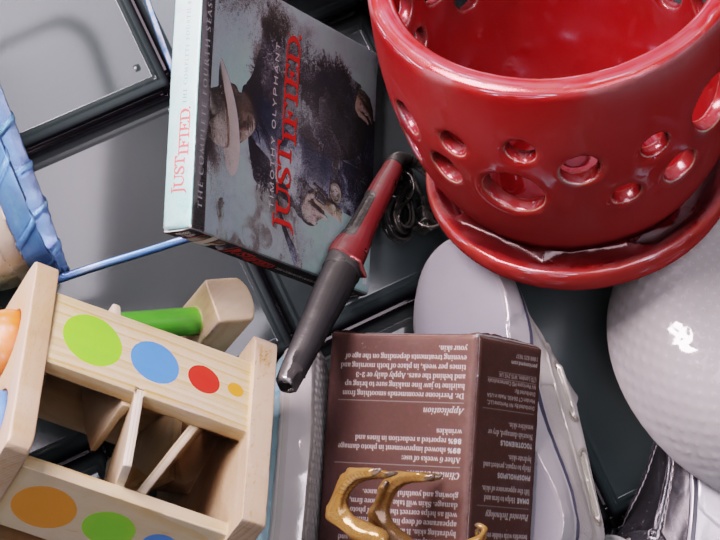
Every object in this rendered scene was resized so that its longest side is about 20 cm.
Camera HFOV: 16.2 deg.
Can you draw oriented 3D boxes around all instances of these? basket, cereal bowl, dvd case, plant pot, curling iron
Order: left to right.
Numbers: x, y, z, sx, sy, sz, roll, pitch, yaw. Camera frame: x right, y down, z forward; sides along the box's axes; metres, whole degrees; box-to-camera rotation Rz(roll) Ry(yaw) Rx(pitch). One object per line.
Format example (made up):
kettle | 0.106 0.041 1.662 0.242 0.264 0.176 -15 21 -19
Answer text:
basket | -0.185 -0.069 1.356 0.200 0.139 0.177 -24 87 -7
dvd case | -0.045 -0.073 1.375 0.022 0.200 0.147 -3 78 28
curling iron | 0.000 0.000 1.394 0.050 0.026 0.200 48 41 -13
plant pot | 0.112 -0.101 1.380 0.200 0.183 0.201 -5 46 5
cereal bowl | 0.245 0.032 1.428 0.199 0.083 0.201 11 55 -15

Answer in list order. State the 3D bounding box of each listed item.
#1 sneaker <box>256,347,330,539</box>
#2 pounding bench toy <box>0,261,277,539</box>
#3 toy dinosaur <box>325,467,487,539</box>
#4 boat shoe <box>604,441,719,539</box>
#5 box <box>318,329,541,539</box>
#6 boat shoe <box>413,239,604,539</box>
sneaker | -0.063 0.132 1.386 0.082 0.074 0.201 3 66 11
pounding bench toy | -0.141 0.068 1.335 0.156 0.124 0.200 21 43 -18
toy dinosaur | 0.001 0.154 1.298 0.199 0.060 0.107 3 85 13
boat shoe | 0.156 0.175 1.429 0.068 0.072 0.201 12 85 -12
box | 0.036 0.135 1.374 0.075 0.100 0.201 15 78 -54
boat shoe | 0.090 0.076 1.432 0.070 0.071 0.200 12 51 -52
